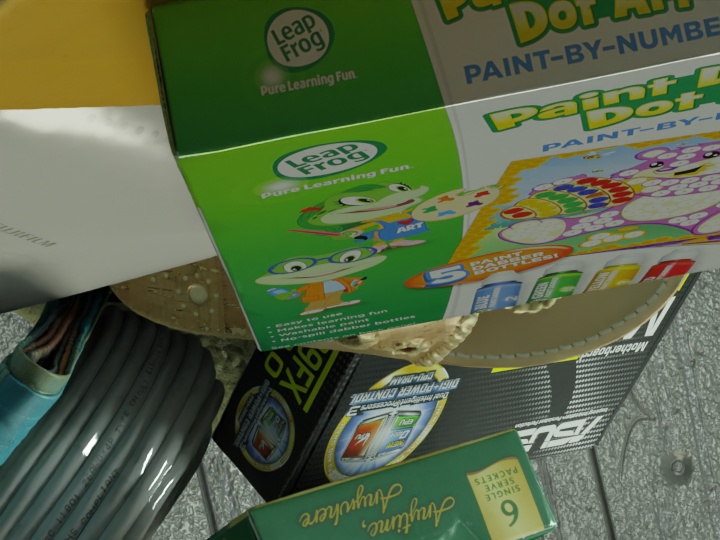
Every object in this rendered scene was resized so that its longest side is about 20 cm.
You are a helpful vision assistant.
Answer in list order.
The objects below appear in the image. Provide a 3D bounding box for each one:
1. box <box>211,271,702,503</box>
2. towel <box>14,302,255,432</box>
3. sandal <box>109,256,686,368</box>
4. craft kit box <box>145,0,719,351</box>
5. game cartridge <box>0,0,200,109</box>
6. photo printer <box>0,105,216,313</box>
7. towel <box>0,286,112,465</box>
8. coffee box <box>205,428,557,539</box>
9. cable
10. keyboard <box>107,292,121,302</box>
[{"bbox_3d":[0.055,0.006,0.929,0.200,0.044,0.161,-5,130,-48],"label":"box"},{"bbox_3d":[-0.070,-0.007,0.995,0.200,0.148,0.037,-56,-173,51],"label":"towel"},{"bbox_3d":[0.001,0.006,0.798,0.211,0.078,0.070,1,-160,23],"label":"sandal"},{"bbox_3d":[0.055,-0.037,0.656,0.199,0.049,0.198,-11,161,1],"label":"craft kit box"},{"bbox_3d":[-0.004,-0.092,0.587,0.200,0.033,0.176,-30,165,39],"label":"game cartridge"},{"bbox_3d":[-0.113,-0.041,0.758,0.199,0.070,0.166,-14,160,29],"label":"photo printer"},{"bbox_3d":[-0.162,0.090,0.852,0.200,0.022,0.147,-50,-173,10],"label":"towel"},{"bbox_3d":[-0.025,0.121,0.925,0.123,0.044,0.200,-14,166,-30],"label":"coffee box"},{"bbox_3d":[-0.126,0.103,0.935,0.200,0.069,0.200,-58,-173,-28],"label":"cable"},{"bbox_3d":[-0.075,-0.034,0.869,0.104,0.040,0.200,-1,150,-22],"label":"keyboard"}]
